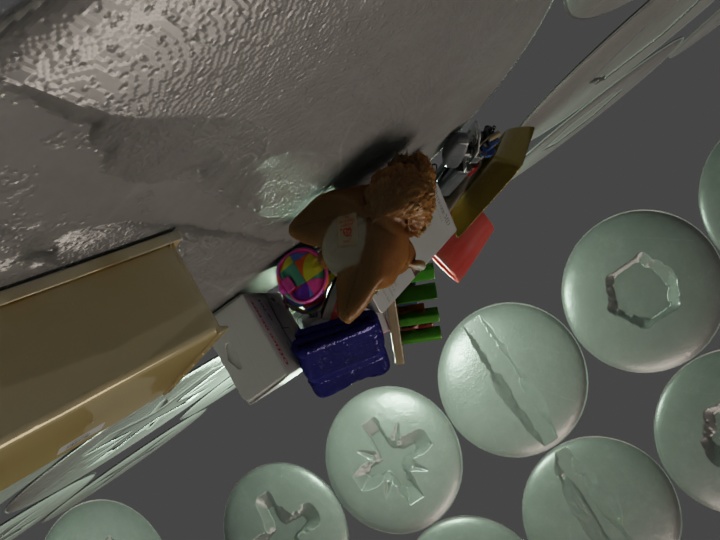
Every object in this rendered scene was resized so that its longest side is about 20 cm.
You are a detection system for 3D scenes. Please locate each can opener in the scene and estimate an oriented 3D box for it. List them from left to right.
[{"bbox_3d":[0.148,-0.180,0.892,0.065,0.055,0.200,0,167,-10],"label":"can opener"}]

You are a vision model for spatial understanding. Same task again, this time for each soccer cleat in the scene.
[{"bbox_3d":[0.000,0.000,0.906,0.068,0.071,0.205,116,-3,-76],"label":"soccer cleat"}]

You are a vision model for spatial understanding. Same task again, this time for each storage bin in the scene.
[{"bbox_3d":[-0.239,0.085,0.441,0.198,0.095,0.198,-30,173,-46],"label":"storage bin"}]

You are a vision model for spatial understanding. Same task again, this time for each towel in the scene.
[{"bbox_3d":[-0.029,0.135,0.888,0.144,0.050,0.202,-21,148,-5],"label":"towel"}]

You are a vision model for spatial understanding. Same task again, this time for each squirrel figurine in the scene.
[{"bbox_3d":[0.037,-0.047,0.682,0.201,0.142,0.185,-48,157,16],"label":"squirrel figurine"}]

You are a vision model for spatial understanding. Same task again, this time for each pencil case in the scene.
[{"bbox_3d":[-0.092,0.024,0.873,0.087,0.090,0.200,-33,172,-11],"label":"pencil case"}]

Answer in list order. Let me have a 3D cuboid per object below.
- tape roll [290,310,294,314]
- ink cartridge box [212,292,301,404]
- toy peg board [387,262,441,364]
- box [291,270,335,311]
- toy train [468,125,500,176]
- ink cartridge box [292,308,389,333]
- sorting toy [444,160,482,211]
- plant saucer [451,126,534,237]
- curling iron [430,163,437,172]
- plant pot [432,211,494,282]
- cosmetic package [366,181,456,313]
[{"bbox_3d":[-0.186,0.118,1.288,0.200,0.037,0.203,-36,174,-4],"label":"tape roll"},{"bbox_3d":[-0.160,0.121,0.906,0.085,0.149,0.200,-33,174,5],"label":"ink cartridge box"},{"bbox_3d":[0.097,0.036,1.058,0.095,0.205,0.201,-7,-152,5],"label":"toy peg board"},{"bbox_3d":[-0.054,0.001,1.081,0.198,0.049,0.117,-36,175,21],"label":"box"},{"bbox_3d":[0.188,-0.191,0.969,0.034,0.046,0.200,-31,172,-28],"label":"toy train"},{"bbox_3d":[-0.047,0.101,1.058,0.143,0.087,0.199,-25,-172,-16],"label":"ink cartridge box"},{"bbox_3d":[0.164,-0.137,1.131,0.187,0.036,0.200,-54,-178,-12],"label":"sorting toy"},{"bbox_3d":[0.255,-0.190,1.081,0.201,0.048,0.201,-53,-177,41],"label":"plant saucer"},{"bbox_3d":[0.034,-0.106,0.808,0.197,0.025,0.050,-29,-150,38],"label":"curling iron"},{"bbox_3d":[0.266,-0.100,1.515,0.177,0.201,0.200,-45,174,3],"label":"plant pot"},{"bbox_3d":[0.056,-0.043,0.849,0.200,0.103,0.073,-46,-145,-19],"label":"cosmetic package"}]
